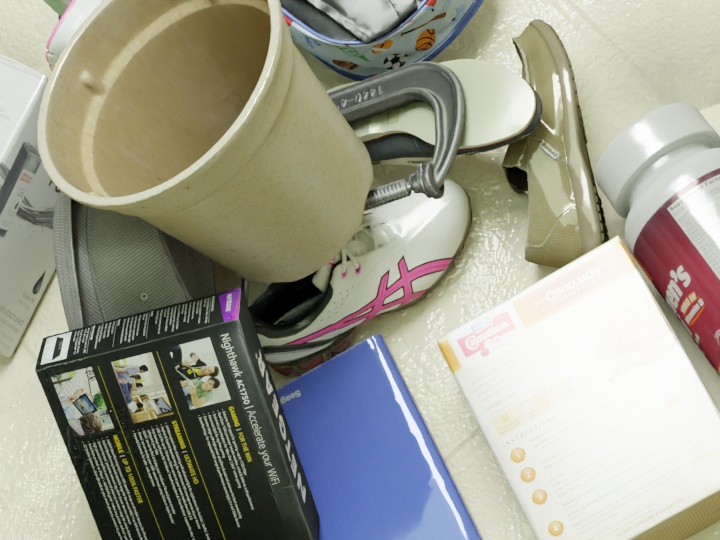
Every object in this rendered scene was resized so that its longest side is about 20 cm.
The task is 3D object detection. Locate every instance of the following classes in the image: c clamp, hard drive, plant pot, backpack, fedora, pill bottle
[{"bbox_3d":[-0.007,-0.065,1.615,0.199,0.027,0.172,-23,51,22],"label":"c clamp"},{"bbox_3d":[0.000,0.163,1.626,0.131,0.025,0.201,-29,66,6],"label":"hard drive"},{"bbox_3d":[-0.090,-0.088,1.543,0.200,0.183,0.201,-19,52,26],"label":"plant pot"},{"bbox_3d":[0.001,-0.238,1.695,0.200,0.154,0.190,-47,56,3],"label":"backpack"},{"bbox_3d":[-0.157,0.019,1.634,0.090,0.177,0.201,-10,110,9],"label":"fedora"},{"bbox_3d":[0.255,-0.015,1.561,0.109,0.110,0.200,-35,63,3],"label":"pill bottle"}]

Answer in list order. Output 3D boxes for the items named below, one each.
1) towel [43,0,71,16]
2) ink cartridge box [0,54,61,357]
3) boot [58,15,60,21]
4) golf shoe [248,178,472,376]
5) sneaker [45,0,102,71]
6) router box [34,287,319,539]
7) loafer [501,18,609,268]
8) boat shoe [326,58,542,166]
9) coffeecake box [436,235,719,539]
[{"bbox_3d":[-0.148,-0.180,1.687,0.199,0.152,0.023,12,68,45],"label":"towel"},{"bbox_3d":[-0.288,-0.052,1.722,0.084,0.146,0.201,20,79,23],"label":"ink cartridge box"},{"bbox_3d":[-0.227,-0.292,1.779,0.073,0.154,0.205,7,73,25],"label":"boot"},{"bbox_3d":[0.000,0.000,1.647,0.200,0.092,0.073,-40,65,-1],"label":"golf shoe"},{"bbox_3d":[-0.171,-0.132,1.685,0.088,0.200,0.082,24,74,17],"label":"sneaker"},{"bbox_3d":[-0.126,0.125,1.560,0.148,0.201,0.051,-13,26,7],"label":"router box"},{"bbox_3d":[0.136,-0.093,1.645,0.067,0.076,0.201,-13,68,6],"label":"loafer"},{"bbox_3d":[0.055,-0.110,1.651,0.199,0.063,0.072,-3,66,36],"label":"boat shoe"},{"bbox_3d":[0.168,0.103,1.568,0.153,0.073,0.201,-29,66,6],"label":"coffeecake box"}]
